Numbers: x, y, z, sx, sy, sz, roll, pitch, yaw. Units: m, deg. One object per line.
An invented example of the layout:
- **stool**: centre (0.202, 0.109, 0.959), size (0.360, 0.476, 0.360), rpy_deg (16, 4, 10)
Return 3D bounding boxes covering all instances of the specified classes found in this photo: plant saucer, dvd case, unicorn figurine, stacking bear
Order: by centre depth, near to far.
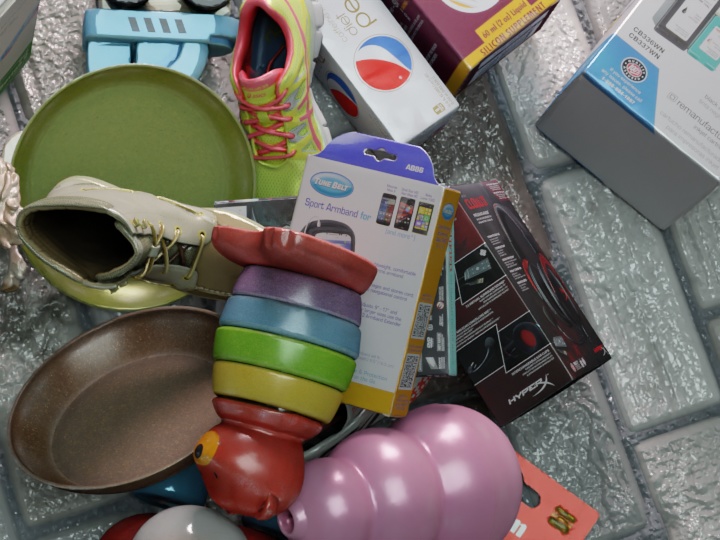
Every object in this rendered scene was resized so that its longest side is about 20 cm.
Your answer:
- **stacking bear**: centre (-0.063, 0.080, 1.546), size (0.113, 0.121, 0.201), rpy_deg (19, 81, -32)
- **plant saucer**: centre (-0.173, 0.107, 1.645), size (0.200, 0.200, 0.037), rpy_deg (-33, 128, -17)
- **dvd case**: centre (-0.022, 0.013, 1.660), size (0.199, 0.022, 0.147), rpy_deg (-4, 85, 22)
- **unicorn figurine**: centre (-0.334, -0.032, 1.665), size (0.199, 0.074, 0.138), rpy_deg (-19, 76, 19)
- **plant saucer**: centre (-0.183, -0.068, 1.703), size (0.199, 0.031, 0.201), rpy_deg (-4, 106, -15)

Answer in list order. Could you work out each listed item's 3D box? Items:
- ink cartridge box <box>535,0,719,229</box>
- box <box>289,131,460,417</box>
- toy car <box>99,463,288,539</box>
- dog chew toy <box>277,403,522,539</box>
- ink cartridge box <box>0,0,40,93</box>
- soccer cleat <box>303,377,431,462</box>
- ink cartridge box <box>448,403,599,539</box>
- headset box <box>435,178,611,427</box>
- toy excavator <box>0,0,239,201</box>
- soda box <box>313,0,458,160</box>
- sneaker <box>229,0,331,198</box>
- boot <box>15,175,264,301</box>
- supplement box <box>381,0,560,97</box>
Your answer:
- **ink cartridge box**: centre (0.276, -0.170, 1.797), size (0.147, 0.146, 0.200), rpy_deg (38, 71, 0)
- **box**: centre (0.000, 0.000, 1.621), size (0.118, 0.041, 0.201), rpy_deg (15, 89, 23)
- **toy car**: centre (-0.111, 0.231, 1.588), size (0.176, 0.200, 0.185), rpy_deg (18, 73, -6)
- **dog chew toy**: centre (0.025, 0.171, 1.615), size (0.199, 0.124, 0.125), rpy_deg (-9, 77, -36)
- **ink cartridge box**: centre (-0.329, -0.217, 1.661), size (0.145, 0.200, 0.088), rpy_deg (37, 72, 0)
- **soccer cleat**: centre (-0.004, 0.096, 1.704), size (0.200, 0.085, 0.069), rpy_deg (-36, 86, -17)
- **ink cartridge box**: centre (0.082, 0.227, 1.707), size (0.160, 0.047, 0.200), rpy_deg (36, 74, 0)
- **headset box**: centre (0.104, 0.014, 1.709), size (0.075, 0.149, 0.201), rpy_deg (-35, 83, 17)
- **toy excavator**: centre (-0.193, -0.154, 1.735), size (0.193, 0.100, 0.201), rpy_deg (1, 84, -10)
- **soda box**: centre (-0.007, -0.189, 1.790), size (0.068, 0.064, 0.200), rpy_deg (-35, 84, -17)
- **sneaker**: centre (-0.074, -0.135, 1.725), size (0.078, 0.090, 0.201), rpy_deg (-3, 95, 20)
- **boot**: centre (-0.152, -0.016, 1.601), size (0.199, 0.155, 0.072), rpy_deg (18, 97, 0)
- **supplement box**: centre (0.059, -0.261, 1.810), size (0.110, 0.086, 0.200), rpy_deg (-39, 86, -17)
